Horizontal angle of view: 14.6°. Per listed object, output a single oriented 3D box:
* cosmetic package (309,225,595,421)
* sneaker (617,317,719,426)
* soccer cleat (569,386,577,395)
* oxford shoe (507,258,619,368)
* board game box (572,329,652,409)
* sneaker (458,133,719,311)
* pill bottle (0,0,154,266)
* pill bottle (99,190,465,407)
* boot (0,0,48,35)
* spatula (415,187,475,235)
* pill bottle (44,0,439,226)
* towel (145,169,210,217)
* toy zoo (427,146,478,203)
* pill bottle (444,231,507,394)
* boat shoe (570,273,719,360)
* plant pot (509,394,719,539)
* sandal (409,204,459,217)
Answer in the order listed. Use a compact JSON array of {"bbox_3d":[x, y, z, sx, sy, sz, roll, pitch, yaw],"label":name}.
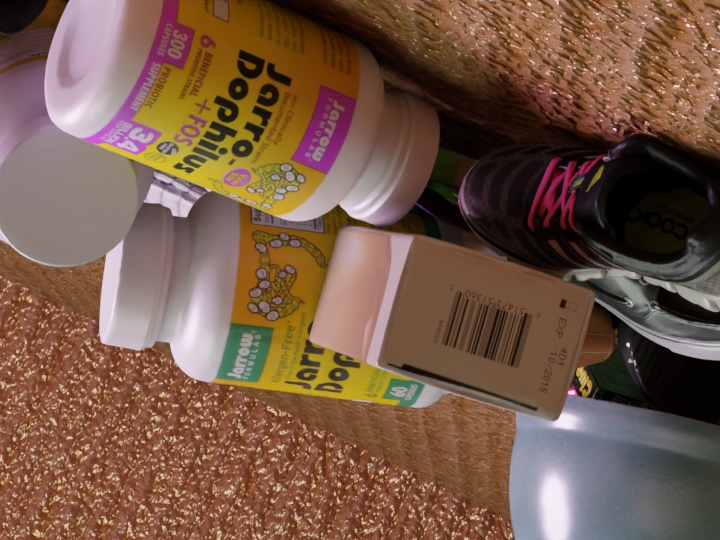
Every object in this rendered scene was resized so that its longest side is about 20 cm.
[{"bbox_3d":[0.044,0.025,1.490,0.105,0.072,0.200,17,179,-10],"label":"cosmetic package"},{"bbox_3d":[0.184,0.050,1.655,0.088,0.074,0.200,25,177,36],"label":"sneaker"},{"bbox_3d":[0.182,0.070,1.900,0.199,0.070,0.086,20,177,44],"label":"soccer cleat"},{"bbox_3d":[0.117,0.019,1.660,0.071,0.072,0.200,6,-162,-2],"label":"oxford shoe"},{"bbox_3d":[0.215,0.080,1.754,0.199,0.024,0.105,19,-154,-21],"label":"board game box"},{"bbox_3d":[0.127,-0.034,1.432,0.199,0.074,0.087,17,165,36],"label":"sneaker"},{"bbox_3d":[-0.174,-0.076,1.584,0.112,0.112,0.200,29,-165,-21],"label":"pill bottle"},{"bbox_3d":[-0.046,0.013,1.630,0.199,0.114,0.113,8,175,-11],"label":"pill bottle"},{"bbox_3d":[-0.217,-0.143,1.516,0.065,0.166,0.200,-3,-172,-32],"label":"boot"},{"bbox_3d":[-0.005,-0.051,1.618,0.199,0.021,0.056,17,180,42],"label":"spatula"},{"bbox_3d":[-0.059,-0.090,1.487,0.199,0.105,0.104,21,175,-27],"label":"pill bottle"},{"bbox_3d":[-0.120,-0.085,1.792,0.199,0.086,0.166,27,174,2],"label":"towel"},{"bbox_3d":[-0.024,-0.079,1.637,0.199,0.021,0.131,18,178,7],"label":"toy zoo"},{"bbox_3d":[0.035,0.019,1.857,0.119,0.120,0.200,31,171,-29],"label":"pill bottle"},{"bbox_3d":[0.146,-0.008,1.543,0.199,0.069,0.057,24,171,31],"label":"boat shoe"},{"bbox_3d":[0.173,0.161,1.644,0.199,0.135,0.200,15,172,2],"label":"plant pot"},{"bbox_3d":[0.000,0.000,1.755,0.075,0.045,0.200,6,160,-37],"label":"sandal"}]
